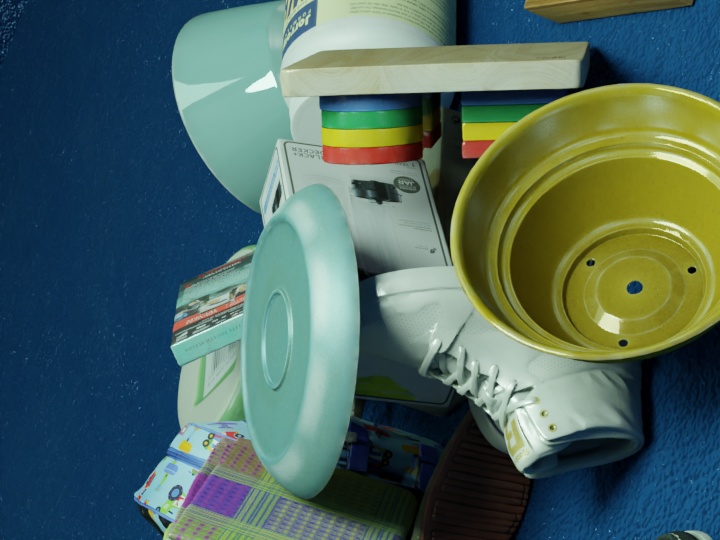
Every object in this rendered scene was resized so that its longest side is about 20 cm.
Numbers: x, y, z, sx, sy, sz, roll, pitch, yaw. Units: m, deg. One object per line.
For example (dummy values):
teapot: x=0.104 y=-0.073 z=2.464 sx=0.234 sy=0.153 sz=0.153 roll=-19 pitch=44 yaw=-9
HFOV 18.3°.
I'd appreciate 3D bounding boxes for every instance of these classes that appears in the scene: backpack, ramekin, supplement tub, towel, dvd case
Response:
backpack: x=-0.056 y=0.159 z=1.619 sx=0.182 sy=0.198 sz=0.136 roll=-173 pitch=101 yaw=-77
ramekin: x=-0.078 y=0.076 z=1.894 sx=0.200 sy=0.097 sz=0.201 roll=-50 pitch=30 yaw=43
supplement tub: x=0.008 y=-0.193 z=1.836 sx=0.145 sy=0.144 sz=0.201 roll=-47 pitch=32 yaw=47
towel: x=-0.041 y=0.161 z=1.440 sx=0.200 sy=0.142 sz=0.023 roll=-59 pitch=-14 yaw=-74
dvd case: x=-0.076 y=0.012 z=1.735 sx=0.145 sy=0.022 sz=0.200 roll=-24 pitch=14 yaw=2

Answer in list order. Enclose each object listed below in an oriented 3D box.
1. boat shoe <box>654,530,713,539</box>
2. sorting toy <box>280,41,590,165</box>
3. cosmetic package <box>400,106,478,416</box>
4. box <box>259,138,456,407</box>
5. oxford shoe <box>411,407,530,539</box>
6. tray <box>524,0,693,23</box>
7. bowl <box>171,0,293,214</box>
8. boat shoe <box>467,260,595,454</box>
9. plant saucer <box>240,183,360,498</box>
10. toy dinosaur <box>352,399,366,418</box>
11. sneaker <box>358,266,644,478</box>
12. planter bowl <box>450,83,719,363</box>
boat shoe: x=0.150 y=0.240 z=1.258 sx=0.076 sy=0.060 sz=0.202 roll=-8 pitch=66 yaw=67
sorting toy: x=0.057 y=-0.114 z=1.535 sx=0.200 sy=0.197 sz=0.070 roll=-53 pitch=-39 yaw=-78
cosmetic package: x=0.061 y=-0.007 z=1.659 sx=0.105 sy=0.071 sz=0.201 roll=-43 pitch=35 yaw=50
box: x=0.000 y=0.000 z=1.541 sx=0.201 sy=0.116 sz=0.060 roll=-104 pitch=27 yaw=-48
oxford shoe: x=0.060 y=0.176 z=1.521 sx=0.202 sy=0.070 sz=0.074 roll=-71 pitch=19 yaw=3
tray: x=0.185 y=-0.234 z=1.587 sx=0.200 sy=0.037 sz=0.099 roll=6 pitch=79 yaw=69
bowl: x=-0.059 y=-0.156 z=1.948 sx=0.105 sy=0.200 sz=0.202 roll=-27 pitch=45 yaw=34
boat shoe: x=0.123 y=0.017 z=1.482 sx=0.093 sy=0.074 sz=0.202 roll=139 pitch=141 yaw=-58
plant saucer: x=-0.044 y=0.044 z=1.430 sx=0.200 sy=0.027 sz=0.202 roll=-176 pitch=90 yaw=-71
toy dinosaur: x=-0.013 y=0.061 z=1.775 sx=0.047 sy=0.087 sz=0.202 roll=46 pitch=-126 yaw=-66
sneaker: x=0.083 y=0.067 z=1.380 sx=0.074 sy=0.198 sz=0.116 roll=109 pitch=164 yaw=-55
planter bowl: x=0.160 y=-0.010 z=1.347 sx=0.084 sy=0.199 sz=0.202 roll=65 pitch=-158 yaw=-52
